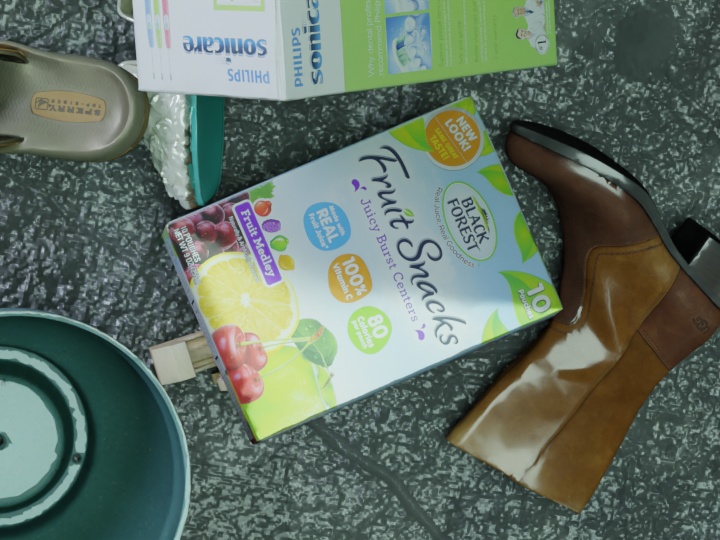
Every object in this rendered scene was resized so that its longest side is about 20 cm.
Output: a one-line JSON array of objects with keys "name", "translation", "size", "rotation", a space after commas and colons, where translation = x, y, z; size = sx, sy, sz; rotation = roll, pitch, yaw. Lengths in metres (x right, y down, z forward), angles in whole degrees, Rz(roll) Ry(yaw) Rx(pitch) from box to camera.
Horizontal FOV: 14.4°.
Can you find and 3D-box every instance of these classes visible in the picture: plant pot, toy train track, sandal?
[{"name": "plant pot", "translation": [-0.207, 0.110, 1.660], "size": [0.200, 0.134, 0.200], "rotation": [-2, 100, -12]}, {"name": "toy train track", "translation": [-0.029, 0.029, 1.737], "size": [0.200, 0.033, 0.115], "rotation": [-19, 102, -10]}, {"name": "sandal", "translation": [-0.224, -0.097, 1.650], "size": [0.200, 0.054, 0.080], "rotation": [3, 94, 7]}]

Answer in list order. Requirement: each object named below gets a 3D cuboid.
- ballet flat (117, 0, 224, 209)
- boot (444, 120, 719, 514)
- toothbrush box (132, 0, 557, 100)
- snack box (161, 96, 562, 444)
[{"name": "ballet flat", "translation": [-0.112, -0.138, 1.686], "size": [0.072, 0.072, 0.200], "rotation": [2, 96, -12]}, {"name": "boot", "translation": [0.118, 0.027, 1.766], "size": [0.188, 0.068, 0.200], "rotation": [35, 98, -22]}, {"name": "toothbrush box", "translation": [-0.009, -0.150, 1.621], "size": [0.200, 0.146, 0.086], "rotation": [-12, 103, -36]}, {"name": "snack box", "translation": [0.000, 0.000, 1.694], "size": [0.200, 0.053, 0.142], "rotation": [-23, 88, -7]}]
